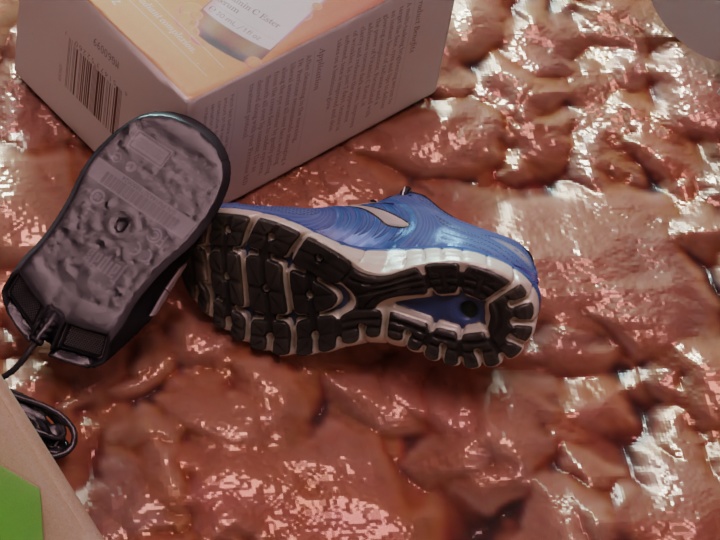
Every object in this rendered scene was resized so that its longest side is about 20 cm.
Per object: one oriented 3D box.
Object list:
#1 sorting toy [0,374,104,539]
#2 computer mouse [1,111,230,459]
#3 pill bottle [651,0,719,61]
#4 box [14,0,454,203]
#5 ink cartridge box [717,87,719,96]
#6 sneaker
[{"bbox_3d":[-0.231,0.108,1.339,0.185,0.036,0.200,-32,84,-32],"label":"sorting toy"},{"bbox_3d":[-0.163,-0.006,1.463,0.140,0.046,0.200,28,76,11],"label":"computer mouse"},{"bbox_3d":[0.264,-0.216,1.701,0.116,0.116,0.200,34,51,19],"label":"pill bottle"},{"bbox_3d":[-0.070,-0.142,1.583,0.200,0.107,0.152,-30,60,-31],"label":"box"},{"bbox_3d":[0.323,-0.084,1.591,0.146,0.084,0.200,-33,74,-32],"label":"ink cartridge box"},{"bbox_3d":[0.000,0.000,1.503,0.199,0.079,0.089,11,25,8],"label":"sneaker"}]
